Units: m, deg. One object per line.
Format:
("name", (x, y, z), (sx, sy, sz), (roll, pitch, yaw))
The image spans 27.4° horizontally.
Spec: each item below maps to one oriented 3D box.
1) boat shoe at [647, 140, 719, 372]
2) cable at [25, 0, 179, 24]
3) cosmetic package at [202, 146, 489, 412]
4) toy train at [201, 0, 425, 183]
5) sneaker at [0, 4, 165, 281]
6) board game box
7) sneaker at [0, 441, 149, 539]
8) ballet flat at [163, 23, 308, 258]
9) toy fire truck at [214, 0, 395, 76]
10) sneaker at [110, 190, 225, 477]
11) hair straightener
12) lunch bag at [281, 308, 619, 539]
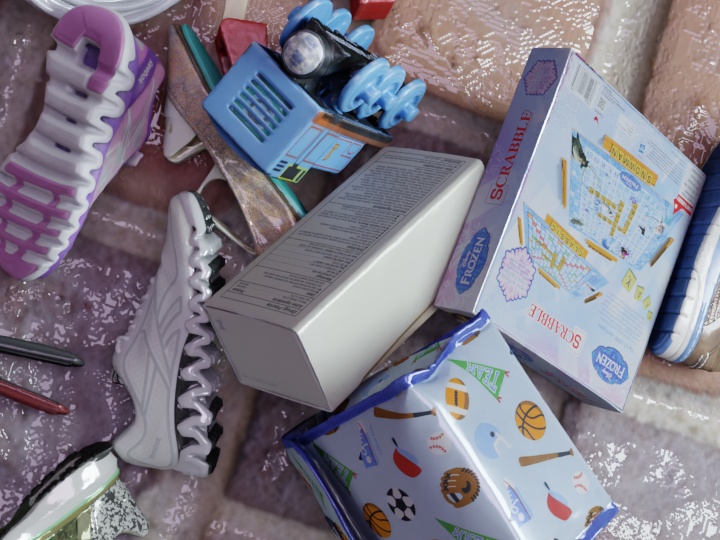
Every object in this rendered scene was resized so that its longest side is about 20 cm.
("boat shoe", (0.288, -0.018, 1.144), (0.072, 0.072, 0.202), (22, 89, -12))
("cable", (-0.186, -0.276, 1.043), (0.200, 0.069, 0.200), (-47, 121, -11))
("cosmetic package", (0.000, 0.000, 1.028), (0.200, 0.103, 0.074), (-43, 125, -29))
("toy train", (-0.028, -0.119, 1.032), (0.114, 0.200, 0.087), (-45, 79, 11))
("sneaker", (-0.195, -0.084, 1.048), (0.080, 0.088, 0.202), (28, 98, 23))
("board game box", (0.159, -0.025, 1.076), (0.199, 0.041, 0.201), (33, 74, -41))
("sneaker", (-0.218, 0.211, 0.999), (0.200, 0.077, 0.089), (-45, 101, -22))
("ballet flat", (-0.103, -0.082, 1.074), (0.067, 0.068, 0.201), (-32, 89, 6))
("toy fire truck", (-0.043, -0.239, 1.112), (0.139, 0.049, 0.203), (-3, 83, -10))
("sneaker", (-0.137, 0.044, 1.042), (0.080, 0.075, 0.203), (3, 91, 4))
("hair straightener", (-0.287, 0.034, 1.039), (0.198, 0.041, 0.078), (20, 79, -4))
("lunch bag", (0.042, 0.151, 1.007), (0.123, 0.199, 0.171), (-32, 90, -41))
